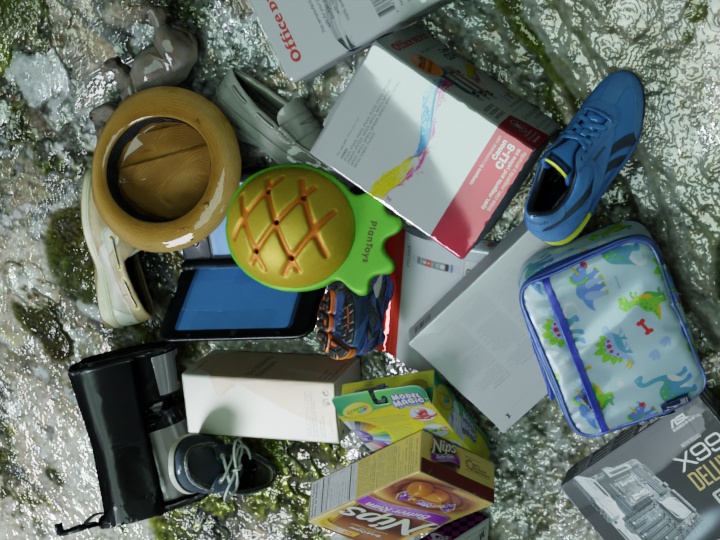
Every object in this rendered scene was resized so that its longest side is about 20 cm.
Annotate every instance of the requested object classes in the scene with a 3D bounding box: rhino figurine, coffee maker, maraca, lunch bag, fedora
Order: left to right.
[{"bbox_3d":[-0.294,0.202,1.592,0.134,0.191,0.201,-9,97,56],"label":"coffee maker"},{"bbox_3d":[-0.258,-0.217,1.514,0.087,0.060,0.200,37,119,-3],"label":"rhino figurine"},{"bbox_3d":[-0.212,-0.113,1.491,0.199,0.082,0.202,0,89,24],"label":"fedora"},{"bbox_3d":[-0.053,-0.043,1.396,0.199,0.107,0.138,11,92,18],"label":"maraca"},{"bbox_3d":[0.254,0.064,1.341,0.160,0.083,0.201,-20,106,10],"label":"lunch bag"}]

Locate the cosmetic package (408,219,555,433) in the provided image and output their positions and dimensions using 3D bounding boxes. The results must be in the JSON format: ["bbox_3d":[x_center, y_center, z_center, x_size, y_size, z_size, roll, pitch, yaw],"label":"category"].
[{"bbox_3d":[0.173,0.055,1.406,0.151,0.052,0.200,44,104,-10],"label":"cosmetic package"}]

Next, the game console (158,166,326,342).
[{"bbox_3d":[-0.139,-0.021,1.501,0.199,0.116,0.177,-2,106,21],"label":"game console"}]

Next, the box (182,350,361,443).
[{"bbox_3d":[-0.104,0.149,1.557,0.199,0.095,0.078,1,106,19],"label":"box"}]

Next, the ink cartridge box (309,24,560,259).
[{"bbox_3d":[0.079,-0.139,1.363,0.199,0.145,0.145,35,115,7],"label":"ink cartridge box"}]

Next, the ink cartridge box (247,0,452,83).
[{"bbox_3d":[-0.014,-0.309,1.374,0.199,0.083,0.147,-24,93,26],"label":"ink cartridge box"}]

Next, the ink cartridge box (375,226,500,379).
[{"bbox_3d":[0.062,0.034,1.480,0.199,0.050,0.163,9,109,15],"label":"ink cartridge box"}]

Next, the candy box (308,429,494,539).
[{"bbox_3d":[0.046,0.258,1.501,0.116,0.057,0.200,27,140,-30],"label":"candy box"}]

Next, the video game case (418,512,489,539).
[{"bbox_3d":[0.073,0.394,1.512,0.036,0.199,0.182,20,115,35],"label":"video game case"}]

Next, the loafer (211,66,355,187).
[{"bbox_3d":[-0.079,-0.159,1.459,0.199,0.070,0.070,29,122,11],"label":"loafer"}]

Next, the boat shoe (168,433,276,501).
[{"bbox_3d":[-0.163,0.239,1.557,0.061,0.200,0.075,0,73,22],"label":"boat shoe"}]

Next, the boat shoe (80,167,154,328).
[{"bbox_3d":[-0.293,-0.030,1.588,0.066,0.074,0.201,-5,107,9],"label":"boat shoe"}]

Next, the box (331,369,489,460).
[{"bbox_3d":[0.058,0.173,1.465,0.117,0.049,0.200,-10,145,23],"label":"box"}]

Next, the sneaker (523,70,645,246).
[{"bbox_3d":[0.226,-0.121,1.310,0.066,0.078,0.201,26,82,30],"label":"sneaker"}]

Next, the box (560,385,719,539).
[{"bbox_3d":[0.347,0.239,1.438,0.200,0.050,0.158,-40,90,27],"label":"box"}]

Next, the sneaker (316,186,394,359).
[{"bbox_3d":[0.000,0.000,1.460,0.075,0.078,0.201,9,91,42],"label":"sneaker"}]
